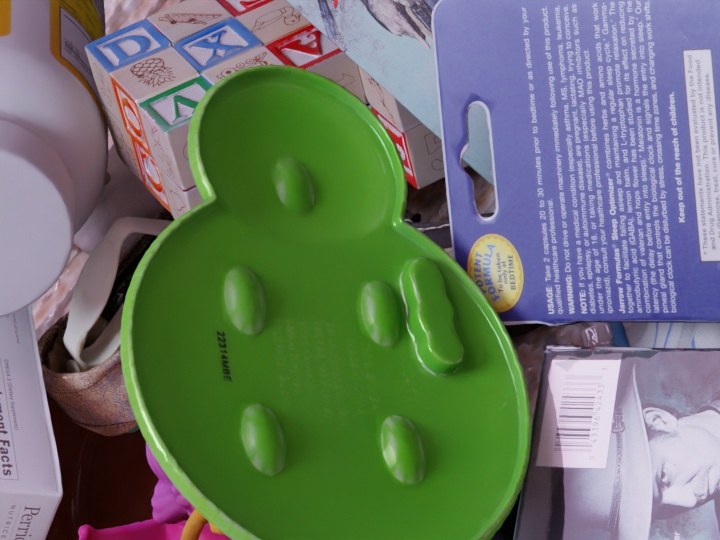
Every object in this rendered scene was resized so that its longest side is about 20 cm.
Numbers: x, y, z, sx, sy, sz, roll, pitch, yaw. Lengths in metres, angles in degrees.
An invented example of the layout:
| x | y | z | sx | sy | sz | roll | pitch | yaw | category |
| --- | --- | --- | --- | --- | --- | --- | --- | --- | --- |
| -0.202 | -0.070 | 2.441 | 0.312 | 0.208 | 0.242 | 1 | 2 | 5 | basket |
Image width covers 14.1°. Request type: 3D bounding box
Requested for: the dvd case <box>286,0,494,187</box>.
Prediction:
| x | y | z | sx | sy | sz | roll | pitch | yaw | category |
| --- | --- | --- | --- | --- | --- | --- | --- | --- | --- |
| 0.014 | -0.136 | 1.062 | 0.022 | 0.200 | 0.146 | -43 | -6 | -42 | dvd case |

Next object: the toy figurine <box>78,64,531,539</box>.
| x | y | z | sx | sy | sz | roll | pitch | yaw | category |
| --- | --- | --- | --- | --- | --- | --- | --- | --- | --- |
| -0.050 | 0.057 | 1.049 | 0.184 | 0.150 | 0.200 | -50 | 43 | 50 | toy figurine |

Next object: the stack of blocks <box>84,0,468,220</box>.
| x | y | z | sx | sy | sz | roll | pitch | yaw | category |
| --- | --- | --- | --- | --- | --- | --- | --- | --- | --- |
| 0.004 | -0.085 | 1.182 | 0.200 | 0.059 | 0.115 | -25 | 36 | -15 | stack of blocks |

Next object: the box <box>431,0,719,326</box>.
| x | y | z | sx | sy | sz | roll | pitch | yaw | category |
| --- | --- | --- | --- | --- | --- | --- | --- | --- | --- |
| 0.123 | -0.042 | 0.988 | 0.200 | 0.032 | 0.121 | -1 | 101 | 26 | box |

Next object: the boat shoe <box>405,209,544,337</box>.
| x | y | z | sx | sy | sz | roll | pitch | yaw | category |
| --- | --- | --- | --- | --- | --- | --- | --- | --- | --- |
| 0.000 | 0.001 | 1.167 | 0.200 | 0.072 | 0.066 | -16 | 58 | 17 | boat shoe |

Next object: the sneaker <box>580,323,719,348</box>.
| x | y | z | sx | sy | sz | roll | pitch | yaw | category |
| --- | --- | --- | --- | --- | --- | --- | --- | --- | --- |
| 0.125 | 0.018 | 1.068 | 0.087 | 0.075 | 0.200 | -24 | 57 | 26 | sneaker |

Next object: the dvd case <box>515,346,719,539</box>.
| x | y | z | sx | sy | sz | roll | pitch | yaw | category |
| --- | --- | --- | --- | --- | --- | --- | --- | --- | --- |
| 0.145 | 0.096 | 0.958 | 0.200 | 0.022 | 0.146 | 0 | 67 | 25 | dvd case |

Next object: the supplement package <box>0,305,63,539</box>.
| x | y | z | sx | sy | sz | roll | pitch | yaw | category |
| --- | --- | --- | --- | --- | --- | --- | --- | --- | --- |
| -0.214 | 0.103 | 1.260 | 0.156 | 0.111 | 0.200 | -106 | 29 | -44 | supplement package |

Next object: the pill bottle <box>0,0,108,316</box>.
| x | y | z | sx | sy | sz | roll | pitch | yaw | category |
| --- | --- | --- | --- | --- | --- | --- | --- | --- | --- |
| -0.163 | -0.068 | 1.236 | 0.113 | 0.113 | 0.200 | -41 | 29 | 19 | pill bottle |

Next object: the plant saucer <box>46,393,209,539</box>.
| x | y | z | sx | sy | sz | roll | pitch | yaw | category |
| --- | --- | --- | --- | --- | --- | --- | --- | --- | --- |
| -0.072 | 0.069 | 1.261 | 0.200 | 0.032 | 0.201 | -26 | 47 | 32 | plant saucer |

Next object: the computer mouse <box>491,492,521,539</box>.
| x | y | z | sx | sy | sz | roll | pitch | yaw | category |
| --- | --- | --- | --- | --- | --- | --- | --- | --- | --- |
| 0.009 | 0.112 | 1.095 | 0.200 | 0.046 | 0.141 | 50 | 130 | 26 | computer mouse |

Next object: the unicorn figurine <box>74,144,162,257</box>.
| x | y | z | sx | sy | sz | roll | pitch | yaw | category |
| --- | --- | --- | --- | --- | --- | --- | --- | --- | --- |
| -0.108 | -0.046 | 1.338 | 0.200 | 0.074 | 0.137 | -30 | 7 | 2 | unicorn figurine |

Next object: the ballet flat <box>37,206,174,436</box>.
| x | y | z | sx | sy | sz | roll | pitch | yaw | category |
| --- | --- | --- | --- | --- | --- | --- | --- | --- | --- |
| -0.069 | -0.017 | 1.237 | 0.200 | 0.067 | 0.068 | -54 | 39 | 3 | ballet flat |
